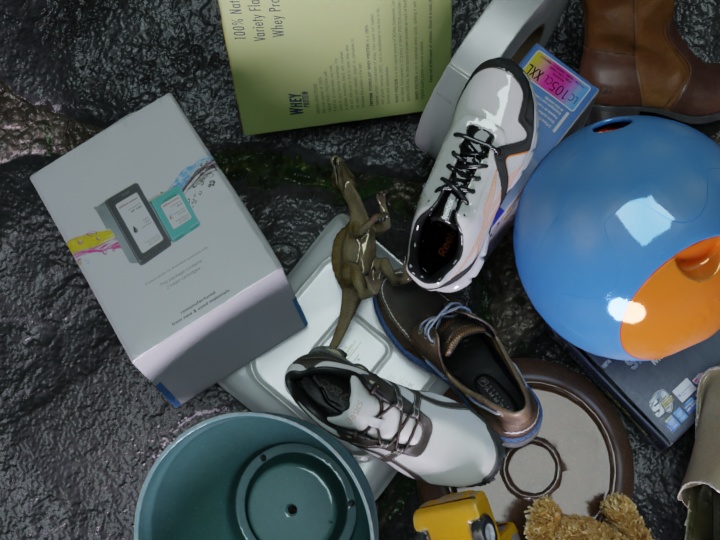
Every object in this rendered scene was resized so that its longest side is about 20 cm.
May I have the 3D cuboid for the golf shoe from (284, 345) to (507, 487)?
[{"bbox_3d":[0.022,0.128,1.040,0.199,0.094,0.078,21,94,16],"label":"golf shoe"}]

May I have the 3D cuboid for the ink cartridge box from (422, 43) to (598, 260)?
[{"bbox_3d":[0.121,-0.086,1.134,0.076,0.137,0.201,35,78,10],"label":"ink cartridge box"}]

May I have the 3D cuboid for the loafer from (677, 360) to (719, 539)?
[{"bbox_3d":[0.304,0.170,1.045,0.068,0.076,0.202,9,73,-26],"label":"loafer"}]

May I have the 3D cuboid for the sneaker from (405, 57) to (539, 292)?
[{"bbox_3d":[0.090,-0.072,1.011,0.073,0.080,0.202,19,102,16],"label":"sneaker"}]

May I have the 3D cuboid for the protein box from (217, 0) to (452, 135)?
[{"bbox_3d":[-0.026,-0.248,1.130,0.198,0.199,0.136,-8,55,-2],"label":"protein box"}]

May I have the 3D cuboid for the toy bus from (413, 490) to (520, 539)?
[{"bbox_3d":[0.109,0.280,1.041,0.065,0.078,0.202,-17,91,29],"label":"toy bus"}]

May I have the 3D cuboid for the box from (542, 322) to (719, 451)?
[{"bbox_3d":[0.291,0.039,1.145,0.200,0.051,0.158,-41,78,-9],"label":"box"}]

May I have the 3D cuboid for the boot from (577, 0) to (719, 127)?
[{"bbox_3d":[0.283,-0.236,1.146,0.186,0.069,0.202,-8,119,-2],"label":"boot"}]

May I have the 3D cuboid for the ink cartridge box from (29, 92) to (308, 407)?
[{"bbox_3d":[-0.165,-0.016,1.099,0.145,0.147,0.201,-32,68,-6],"label":"ink cartridge box"}]

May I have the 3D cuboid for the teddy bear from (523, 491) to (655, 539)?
[{"bbox_3d":[0.217,0.257,1.045,0.199,0.067,0.145,35,49,-6],"label":"teddy bear"}]

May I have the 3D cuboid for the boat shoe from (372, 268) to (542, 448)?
[{"bbox_3d":[0.086,0.062,1.089,0.072,0.073,0.200,-41,67,-14],"label":"boat shoe"}]

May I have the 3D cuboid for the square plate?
[{"bbox_3d":[-0.007,0.077,1.150,0.198,0.028,0.200,38,79,10],"label":"square plate"}]

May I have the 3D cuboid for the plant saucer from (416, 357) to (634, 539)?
[{"bbox_3d":[0.149,0.176,1.111,0.198,0.034,0.202,1,80,-4],"label":"plant saucer"}]

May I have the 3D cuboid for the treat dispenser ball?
[{"bbox_3d":[0.226,-0.027,1.035,0.199,0.201,0.203,0,75,0],"label":"treat dispenser ball"}]

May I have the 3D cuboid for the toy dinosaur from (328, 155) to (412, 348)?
[{"bbox_3d":[0.000,0.000,1.114,0.058,0.101,0.202,6,88,-35],"label":"toy dinosaur"}]

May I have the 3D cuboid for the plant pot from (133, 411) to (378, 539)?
[{"bbox_3d":[-0.071,0.211,1.048,0.198,0.134,0.202,0,91,13],"label":"plant pot"}]

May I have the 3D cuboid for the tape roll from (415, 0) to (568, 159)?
[{"bbox_3d":[0.120,-0.185,1.127,0.037,0.203,0.203,35,78,8],"label":"tape roll"}]
